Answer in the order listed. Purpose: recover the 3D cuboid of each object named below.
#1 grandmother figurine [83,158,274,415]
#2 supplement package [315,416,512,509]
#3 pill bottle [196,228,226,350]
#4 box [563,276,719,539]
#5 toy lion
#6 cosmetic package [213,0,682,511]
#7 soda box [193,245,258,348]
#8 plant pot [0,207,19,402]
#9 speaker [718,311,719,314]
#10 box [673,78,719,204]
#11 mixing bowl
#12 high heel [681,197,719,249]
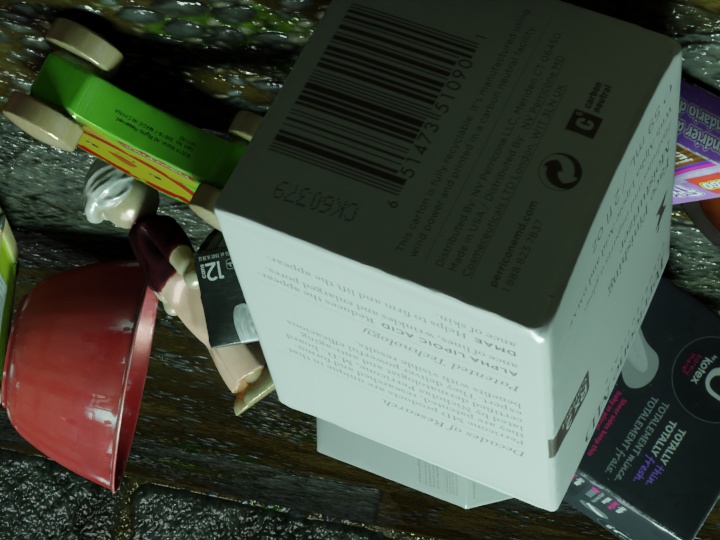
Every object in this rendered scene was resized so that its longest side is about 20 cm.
[{"bbox_3d":[-0.123,0.003,1.300,0.201,0.060,0.121,54,151,3],"label":"grandmother figurine"},{"bbox_3d":[0.063,0.091,1.414,0.116,0.118,0.199,-9,-168,-33],"label":"supplement package"},{"bbox_3d":[-0.021,0.014,1.337,0.199,0.113,0.111,-2,161,45],"label":"pill bottle"},{"bbox_3d":[0.124,0.057,1.074,0.199,0.123,0.106,34,168,5],"label":"box"},{"bbox_3d":[-0.117,-0.071,1.135,0.199,0.069,0.192,27,174,12],"label":"toy lion"},{"bbox_3d":[0.050,-0.017,0.914,0.164,0.166,0.200,20,156,18],"label":"cosmetic package"},{"bbox_3d":[0.000,0.000,1.194,0.198,0.064,0.071,-12,178,10],"label":"soda box"},{"bbox_3d":[-0.376,0.022,1.518,0.180,0.201,0.200,6,166,-3],"label":"plant pot"},{"bbox_3d":[0.267,0.036,1.176,0.080,0.082,0.200,10,176,7],"label":"speaker"},{"bbox_3d":[0.109,-0.072,1.040,0.136,0.039,0.199,21,164,-31],"label":"box"},{"bbox_3d":[-0.237,0.077,1.576,0.107,0.202,0.200,11,166,-1],"label":"mixing bowl"},{"bbox_3d":[0.284,-0.022,1.075,0.199,0.068,0.096,23,-159,19],"label":"high heel"}]
